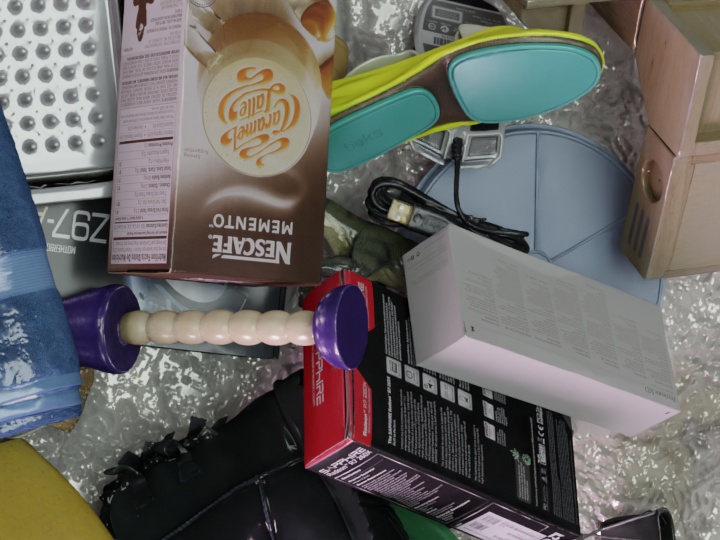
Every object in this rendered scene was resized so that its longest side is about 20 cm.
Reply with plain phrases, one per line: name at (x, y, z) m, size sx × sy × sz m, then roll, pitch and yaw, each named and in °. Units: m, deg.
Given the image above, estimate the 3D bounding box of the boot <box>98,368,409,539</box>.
boot at (-0.063, 0.174, 1.412) m, size 0.162 × 0.073 × 0.198 m, roll -31°, pitch 80°, yaw 12°

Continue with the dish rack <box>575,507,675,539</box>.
dish rack at (0.154, 0.249, 1.484) m, size 0.200 × 0.055 × 0.154 m, roll -12°, pitch 95°, yaw -60°

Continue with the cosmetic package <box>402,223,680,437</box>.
cosmetic package at (0.117, 0.042, 1.444) m, size 0.200 × 0.051 × 0.083 m, roll 20°, pitch 49°, yaw -38°

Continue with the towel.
towel at (-0.235, 0.002, 1.311) m, size 0.112 × 0.049 × 0.200 m, roll -15°, pitch 84°, yaw -17°

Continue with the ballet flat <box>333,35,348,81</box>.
ballet flat at (-0.092, -0.177, 1.466) m, size 0.200 × 0.069 × 0.063 m, roll 38°, pitch 51°, yaw -17°

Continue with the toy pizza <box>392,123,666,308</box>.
toy pizza at (0.114, 0.000, 1.537) m, size 0.200 × 0.032 × 0.200 m, roll 0°, pitch 91°, yaw -17°

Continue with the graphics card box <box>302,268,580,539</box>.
graphics card box at (0.051, 0.093, 1.417) m, size 0.200 × 0.051 × 0.126 m, roll 24°, pitch 47°, yaw -34°

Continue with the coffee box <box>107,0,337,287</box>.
coffee box at (-0.083, -0.092, 1.370) m, size 0.114 × 0.080 × 0.200 m, roll 4°, pitch 87°, yaw -36°

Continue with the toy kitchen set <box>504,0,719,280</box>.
toy kitchen set at (0.162, -0.122, 1.508) m, size 0.163 × 0.200 × 0.181 m, roll -7°, pitch 128°, yaw -20°

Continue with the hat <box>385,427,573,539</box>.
hat at (0.044, 0.215, 1.520) m, size 0.200 × 0.176 × 0.166 m, roll -12°, pitch 92°, yaw 22°

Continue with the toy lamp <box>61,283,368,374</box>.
toy lamp at (-0.097, 0.036, 1.358) m, size 0.200 × 0.058 × 0.058 m, roll -1°, pitch 90°, yaw 23°

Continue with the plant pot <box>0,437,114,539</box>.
plant pot at (-0.232, 0.212, 1.349) m, size 0.194 × 0.196 × 0.200 m, roll -18°, pitch 86°, yaw -17°

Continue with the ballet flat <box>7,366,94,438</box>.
ballet flat at (-0.265, 0.081, 1.399) m, size 0.200 × 0.071 × 0.065 m, roll 0°, pitch 104°, yaw -14°

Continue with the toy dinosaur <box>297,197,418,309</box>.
toy dinosaur at (0.000, 0.000, 1.460) m, size 0.200 × 0.047 × 0.088 m, roll 35°, pitch 71°, yaw -20°

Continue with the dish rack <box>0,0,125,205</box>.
dish rack at (-0.217, -0.138, 1.380) m, size 0.171 × 0.044 × 0.200 m, roll -6°, pitch 91°, yaw -18°

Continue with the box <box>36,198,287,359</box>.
box at (-0.144, -0.031, 1.447) m, size 0.200 × 0.044 × 0.160 m, roll 8°, pitch 87°, yaw -17°

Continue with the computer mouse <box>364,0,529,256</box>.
computer mouse at (0.063, -0.097, 1.489) m, size 0.110 × 0.044 × 0.200 m, roll 12°, pitch 57°, yaw -9°

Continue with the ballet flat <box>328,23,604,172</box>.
ballet flat at (0.053, -0.122, 1.424) m, size 0.200 × 0.067 × 0.067 m, roll -18°, pitch 130°, yaw 8°
